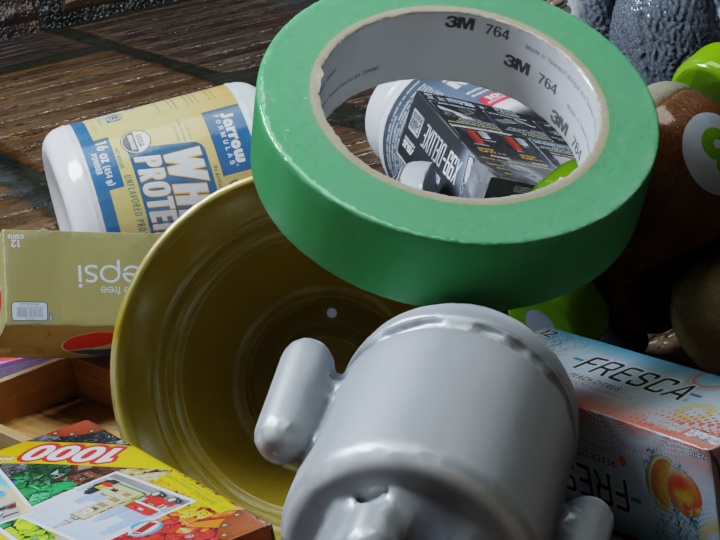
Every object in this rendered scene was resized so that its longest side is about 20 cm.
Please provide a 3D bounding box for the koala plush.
[{"bbox_3d":[0.238,-0.144,1.366,0.177,0.201,0.184,6,22,42],"label":"koala plush"}]

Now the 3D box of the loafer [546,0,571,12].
[{"bbox_3d":[0.153,-0.267,2.091,0.199,0.063,0.072,-14,17,-13],"label":"loafer"}]

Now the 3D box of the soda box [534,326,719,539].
[{"bbox_3d":[0.131,0.083,0.905,0.068,0.064,0.200,-19,19,-28],"label":"soda box"}]

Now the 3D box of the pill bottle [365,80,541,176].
[{"bbox_3d":[0.082,-0.094,1.404,0.119,0.120,0.200,-16,24,-19],"label":"pill bottle"}]

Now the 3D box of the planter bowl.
[{"bbox_3d":[-0.022,0.053,0.954,0.200,0.201,0.083,-8,-11,7],"label":"planter bowl"}]

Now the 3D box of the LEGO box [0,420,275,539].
[{"bbox_3d":[-0.142,0.146,0.831,0.149,0.077,0.200,-19,18,-28],"label":"LEGO box"}]

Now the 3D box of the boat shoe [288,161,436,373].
[{"bbox_3d":[0.000,0.000,1.084,0.066,0.070,0.200,5,41,12],"label":"boat shoe"}]

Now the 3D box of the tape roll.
[{"bbox_3d":[0.046,-0.067,0.919,0.200,0.048,0.201,5,46,-5],"label":"tape roll"}]

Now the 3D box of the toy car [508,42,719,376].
[{"bbox_3d":[0.211,0.001,1.011,0.200,0.158,0.164,36,54,24],"label":"toy car"}]

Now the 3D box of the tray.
[{"bbox_3d":[-0.163,0.096,1.094,0.098,0.037,0.200,-21,18,-32],"label":"tray"}]

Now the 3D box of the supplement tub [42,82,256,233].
[{"bbox_3d":[-0.128,-0.061,1.400,0.199,0.145,0.145,-16,17,-13],"label":"supplement tub"}]

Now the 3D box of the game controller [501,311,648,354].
[{"bbox_3d":[0.067,0.057,1.072,0.200,0.042,0.104,-19,18,-25],"label":"game controller"}]

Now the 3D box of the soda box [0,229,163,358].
[{"bbox_3d":[-0.131,0.017,1.162,0.199,0.064,0.068,2,-20,-20],"label":"soda box"}]

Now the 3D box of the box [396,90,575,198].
[{"bbox_3d":[0.141,-0.052,1.205,0.199,0.050,0.158,10,22,-21],"label":"box"}]

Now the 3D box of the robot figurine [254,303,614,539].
[{"bbox_3d":[0.033,0.089,0.814,0.169,0.113,0.200,32,34,-3],"label":"robot figurine"}]

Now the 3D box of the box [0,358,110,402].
[{"bbox_3d":[-0.181,0.046,1.268,0.199,0.039,0.137,-14,16,-13],"label":"box"}]
